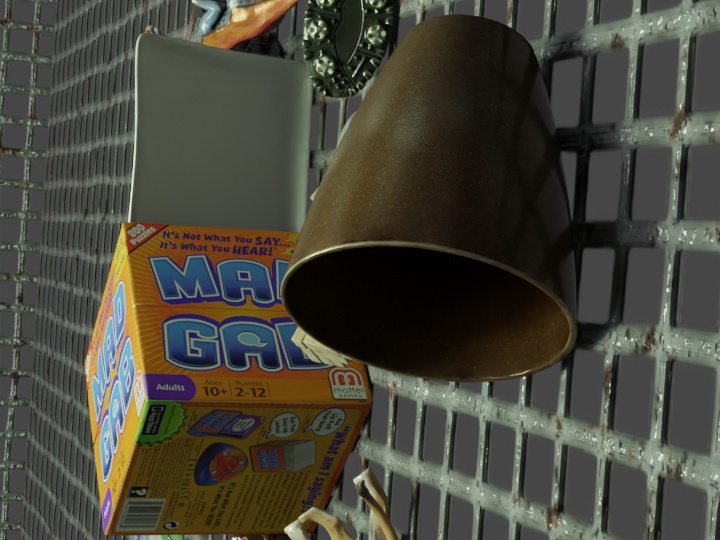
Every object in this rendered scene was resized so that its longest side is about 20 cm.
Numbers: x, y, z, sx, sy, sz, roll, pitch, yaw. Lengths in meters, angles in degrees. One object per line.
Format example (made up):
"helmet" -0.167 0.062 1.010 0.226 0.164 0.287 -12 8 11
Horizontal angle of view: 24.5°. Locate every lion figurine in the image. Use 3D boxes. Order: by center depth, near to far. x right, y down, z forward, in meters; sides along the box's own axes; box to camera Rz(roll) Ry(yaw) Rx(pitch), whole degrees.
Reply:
"lion figurine" -0.012 0.247 1.331 0.123 0.072 0.200 55 144 7

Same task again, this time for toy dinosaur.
"toy dinosaur" -0.133 -0.247 1.615 0.182 0.105 0.200 -50 32 11

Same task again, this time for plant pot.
"plant pot" 0.058 -0.057 1.072 0.187 0.186 0.201 130 155 -59

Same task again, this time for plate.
"plate" -0.135 -0.110 1.563 0.032 0.199 0.201 -4 83 52

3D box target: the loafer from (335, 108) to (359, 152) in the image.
"loafer" 0.028 -0.031 1.287 0.070 0.075 0.201 175 89 -65

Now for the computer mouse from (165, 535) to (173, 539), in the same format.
"computer mouse" -0.138 0.285 1.589 0.200 0.110 0.044 41 100 29

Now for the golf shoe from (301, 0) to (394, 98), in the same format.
"golf shoe" -0.006 -0.247 1.437 0.088 0.077 0.201 -31 -52 -89

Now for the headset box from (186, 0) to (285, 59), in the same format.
"headset box" -0.144 -0.195 1.790 0.200 0.077 0.149 -115 35 -56

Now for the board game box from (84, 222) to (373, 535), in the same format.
"board game box" -0.127 0.101 1.495 0.200 0.199 0.200 113 152 -43

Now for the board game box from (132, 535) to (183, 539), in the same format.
"board game box" -0.252 0.365 2.070 0.200 0.029 0.135 -117 37 -56

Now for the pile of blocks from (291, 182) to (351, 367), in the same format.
"pile of blocks" 0.000 0.000 1.384 0.062 0.082 0.201 51 -144 -47

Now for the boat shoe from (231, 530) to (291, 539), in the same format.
"boat shoe" -0.090 0.258 1.561 0.200 0.070 0.071 -116 34 -53
